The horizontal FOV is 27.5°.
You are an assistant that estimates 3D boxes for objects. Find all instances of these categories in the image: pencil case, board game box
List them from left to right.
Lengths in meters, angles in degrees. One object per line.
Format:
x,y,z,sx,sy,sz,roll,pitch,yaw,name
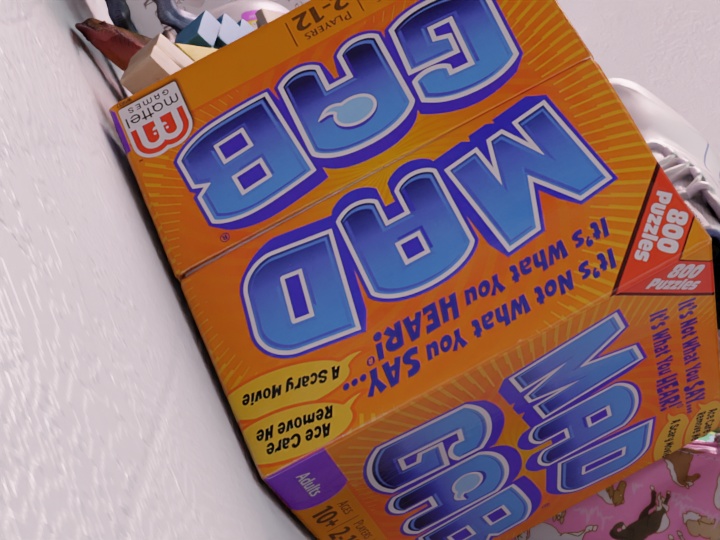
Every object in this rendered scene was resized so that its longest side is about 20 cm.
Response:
0.033,0.002,0.694,0.201,0.198,0.200,63,1,31,board game box
0.116,0.116,0.775,0.083,0.198,0.087,64,40,-56,pencil case

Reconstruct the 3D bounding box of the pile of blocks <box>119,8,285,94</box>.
-0.064,-0.090,0.780,0.199,0.062,0.083,6,57,-53,pile of blocks

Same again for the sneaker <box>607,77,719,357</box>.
0.169,-0.026,0.752,0.201,0.074,0.087,63,5,29,sneaker

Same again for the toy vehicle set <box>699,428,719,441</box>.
0.164,0.130,0.909,0.124,0.199,0.027,21,-64,44,toy vehicle set

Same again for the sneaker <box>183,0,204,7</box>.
-0.120,-0.212,0.810,0.200,0.098,0.072,127,-32,-66,sneaker

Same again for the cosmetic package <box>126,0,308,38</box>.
-0.104,-0.267,1.150,0.166,0.198,0.165,61,0,-38,cosmetic package

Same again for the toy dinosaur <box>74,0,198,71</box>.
-0.103,-0.085,0.843,0.200,0.104,0.183,-53,131,-53,toy dinosaur

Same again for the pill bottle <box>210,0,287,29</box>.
-0.052,-0.079,0.996,0.201,0.103,0.104,63,1,28,pill bottle
